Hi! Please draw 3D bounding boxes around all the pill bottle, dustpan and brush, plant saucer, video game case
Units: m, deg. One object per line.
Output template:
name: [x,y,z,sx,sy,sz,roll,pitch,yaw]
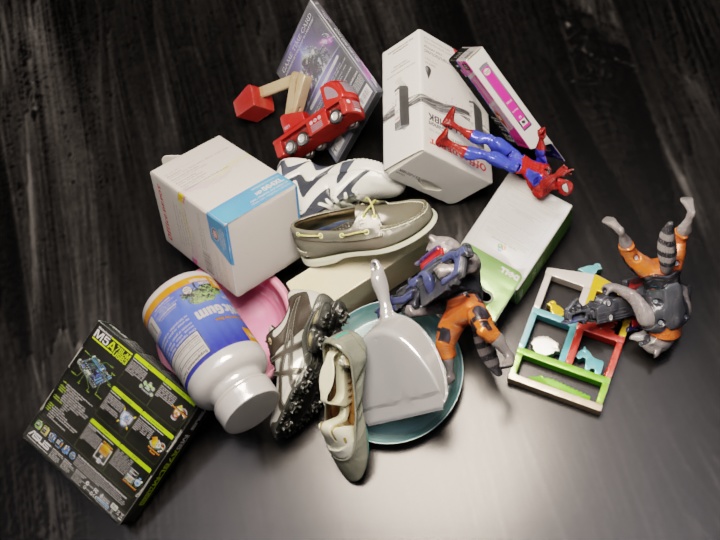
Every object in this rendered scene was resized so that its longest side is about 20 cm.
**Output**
pill bottle: [-0.189,0.107,1.295,0.112,0.112,0.200,-35,63,-8]
dustpan and brush: [0.037,0.086,1.292,0.139,0.057,0.202,-19,91,38]
plant saucer: [0.040,0.138,1.356,0.198,0.027,0.202,-3,65,7]
video game case: [-0.051,-0.283,1.505,0.019,0.143,0.201,-10,57,-39]
plant saucer: [-0.183,0.087,1.398,0.198,0.051,0.203,-3,66,7]

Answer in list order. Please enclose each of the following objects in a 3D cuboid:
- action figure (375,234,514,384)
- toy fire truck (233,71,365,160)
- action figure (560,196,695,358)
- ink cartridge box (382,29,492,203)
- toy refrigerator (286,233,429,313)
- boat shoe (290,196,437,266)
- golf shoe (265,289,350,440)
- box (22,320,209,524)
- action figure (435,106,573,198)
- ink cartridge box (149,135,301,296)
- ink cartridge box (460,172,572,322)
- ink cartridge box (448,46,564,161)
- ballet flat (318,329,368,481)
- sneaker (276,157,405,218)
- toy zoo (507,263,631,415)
action figure: [0.114,0.050,1.311,0.104,0.199,0.196,0,72,-37]
toy fire truck: [-0.092,-0.240,1.482,0.199,0.049,0.142,-29,68,32]
action figure: [0.358,0.023,1.280,0.198,0.195,0.105,-19,21,-17]
ink cartridge box: [0.108,-0.216,1.434,0.083,0.143,0.202,-24,57,44]
toy refrigerator: [0.000,0.000,1.397,0.199,0.076,0.070,-33,66,-7]
boat shoe: [0.002,-0.060,1.336,0.200,0.061,0.072,-14,35,20]
golf shoe: [-0.086,0.120,1.322,0.094,0.078,0.202,25,97,30]
box: [-0.327,0.201,1.345,0.199,0.048,0.194,34,88,20]
action figure: [0.210,-0.162,1.336,0.199,0.099,0.066,27,56,-11]
ink cartridge box: [-0.191,-0.085,1.400,0.125,0.129,0.199,-32,49,-29]
ink cartridge box: [0.198,-0.025,1.387,0.103,0.059,0.201,31,76,19]
ink cartridge box: [0.204,-0.225,1.405,0.037,0.095,0.200,-42,105,1]
ballet flat: [-0.028,0.177,1.279,0.067,0.063,0.202,9,103,39]
sneaker: [-0.038,-0.089,1.441,0.197,0.080,0.131,7,68,11]
toy zoo: [0.290,0.079,1.350,0.130,0.021,0.201,19,70,15]
